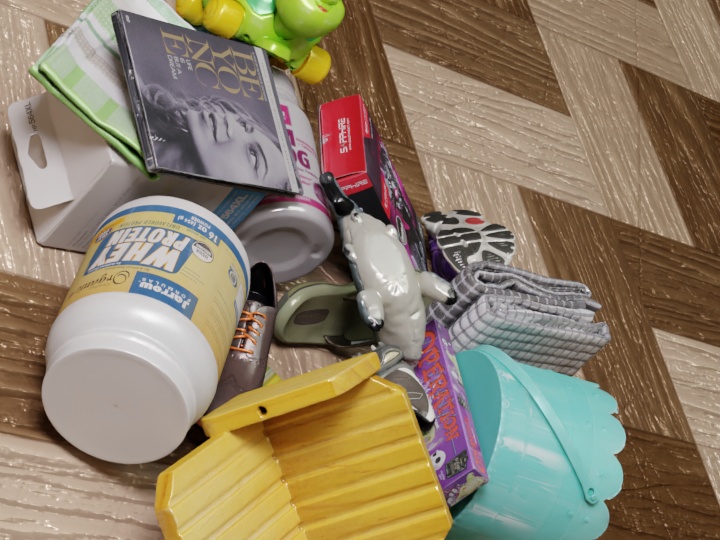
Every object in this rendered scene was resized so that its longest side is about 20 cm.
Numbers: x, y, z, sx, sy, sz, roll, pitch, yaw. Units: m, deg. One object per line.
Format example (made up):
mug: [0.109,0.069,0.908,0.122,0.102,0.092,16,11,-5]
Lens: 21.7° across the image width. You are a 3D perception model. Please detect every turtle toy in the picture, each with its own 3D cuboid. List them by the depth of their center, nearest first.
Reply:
turtle toy: [-0.083,-0.258,1.850,0.145,0.101,0.200,25,4,-31]

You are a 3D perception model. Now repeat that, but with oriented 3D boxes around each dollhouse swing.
dollhouse swing: [-0.040,0.198,1.506,0.176,0.181,0.201,-44,115,-76]

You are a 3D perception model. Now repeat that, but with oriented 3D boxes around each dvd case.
dvd case: [-0.132,-0.144,1.662,0.200,0.016,0.149,8,61,-54]

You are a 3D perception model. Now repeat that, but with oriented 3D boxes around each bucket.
bucket: [0.133,0.175,1.745,0.134,0.207,0.208,21,41,-26]

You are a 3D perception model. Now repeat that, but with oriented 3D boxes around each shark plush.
shark plush: [0.000,0.000,1.736,0.091,0.083,0.200,-31,73,-25]

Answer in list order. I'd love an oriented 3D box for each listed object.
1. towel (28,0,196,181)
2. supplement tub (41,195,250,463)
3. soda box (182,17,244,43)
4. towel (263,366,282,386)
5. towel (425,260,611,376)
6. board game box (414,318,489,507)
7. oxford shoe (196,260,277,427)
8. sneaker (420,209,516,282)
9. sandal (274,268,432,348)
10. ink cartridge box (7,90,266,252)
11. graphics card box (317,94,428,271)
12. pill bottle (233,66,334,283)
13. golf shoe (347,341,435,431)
towel: [-0.192,-0.176,1.653,0.149,0.031,0.200,40,34,-9]
supplement tub: [-0.178,0.049,1.564,0.144,0.145,0.200,36,35,-16]
soda box: [-0.199,-0.210,1.875,0.068,0.064,0.200,55,34,11]
towel: [-0.049,0.174,1.701,0.200,0.018,0.086,48,38,-1]
towel: [0.132,0.072,1.873,0.199,0.166,0.086,9,44,-44]
board game box: [0.046,0.146,1.711,0.032,0.120,0.200,45,19,-35]
oxford shoe: [-0.112,0.066,1.670,0.071,0.073,0.200,15,35,-6]
sneaker: [0.115,-0.008,1.953,0.200,0.080,0.084,-118,-158,-75]
sandal: [-0.001,0.047,1.819,0.200,0.080,0.057,-10,36,-42]
ink cartridge box: [-0.211,-0.097,1.692,0.199,0.125,0.129,10,48,-43]
graphics card box: [0.015,-0.063,1.891,0.126,0.051,0.200,-95,164,-48]
pill bottle: [-0.096,-0.097,1.832,0.113,0.113,0.201,19,43,-36]
golf shoe: [-0.021,0.146,1.639,0.200,0.078,0.095,-33,71,-22]
